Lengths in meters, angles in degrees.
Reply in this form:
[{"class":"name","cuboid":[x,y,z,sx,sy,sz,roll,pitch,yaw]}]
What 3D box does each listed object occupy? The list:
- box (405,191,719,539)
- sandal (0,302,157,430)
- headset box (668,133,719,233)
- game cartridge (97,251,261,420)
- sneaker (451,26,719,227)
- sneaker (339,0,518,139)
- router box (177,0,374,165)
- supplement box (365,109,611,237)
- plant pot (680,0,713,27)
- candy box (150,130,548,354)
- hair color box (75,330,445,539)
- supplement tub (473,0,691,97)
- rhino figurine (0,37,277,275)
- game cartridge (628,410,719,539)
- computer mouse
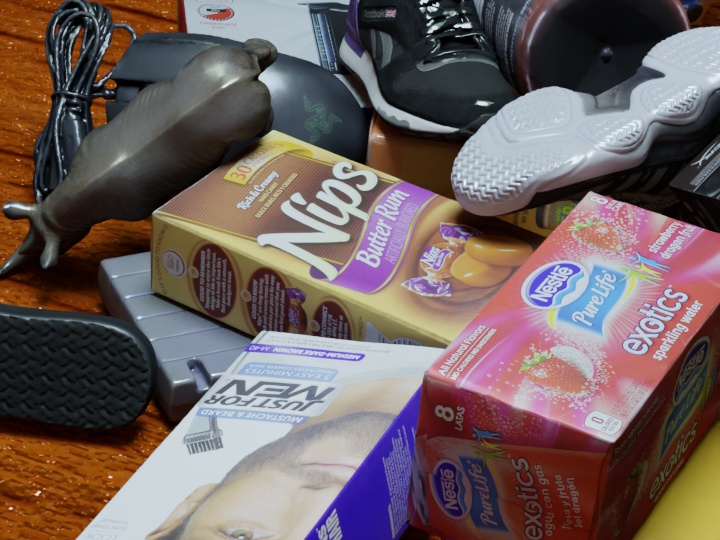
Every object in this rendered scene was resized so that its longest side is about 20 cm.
[{"class":"box","cuboid":[0.112,0.055,1.126,0.099,0.096,0.200,19,36,22]},{"class":"sandal","cuboid":[-0.204,0.040,1.200,0.200,0.076,0.048,15,8,2]},{"class":"headset box","cuboid":[0.261,-0.003,1.160,0.077,0.149,0.200,-43,18,-5]},{"class":"game cartridge","cuboid":[-0.033,0.020,1.273,0.199,0.039,0.130,-10,32,-21]},{"class":"sneaker","cuboid":[0.144,-0.049,1.260,0.199,0.114,0.075,-25,38,-20]},{"class":"sneaker","cuboid":[0.037,-0.141,1.357,0.075,0.088,0.200,-4,25,-22]},{"class":"router box","cuboid":[-0.014,-0.129,1.485,0.199,0.049,0.180,-1,34,-8]},{"class":"supplement box","cuboid":[0.103,-0.053,1.371,0.199,0.067,0.069,9,30,4]},{"class":"plant pot","cuboid":[0.167,-0.274,1.568,0.199,0.200,0.180,-2,42,-41]},{"class":"candy box","cuboid":[0.000,0.000,1.230,0.199,0.057,0.117,21,37,25]},{"class":"hair color box","cuboid":[-0.039,0.106,1.094,0.109,0.065,0.200,4,32,25]},{"class":"supplement tub","cuboid":[0.121,-0.157,1.393,0.106,0.107,0.200,-3,23,-11]},{"class":"rhino figurine","cuboid":[-0.128,-0.058,1.288,0.200,0.060,0.087,-36,1,8]},{"class":"game cartridge","cuboid":[0.158,0.100,1.182,0.199,0.033,0.176,15,34,11]},{"class":"computer mouse","cuboid":[-0.091,-0.089,1.357,0.199,0.053,0.139,6,77,-7]}]
